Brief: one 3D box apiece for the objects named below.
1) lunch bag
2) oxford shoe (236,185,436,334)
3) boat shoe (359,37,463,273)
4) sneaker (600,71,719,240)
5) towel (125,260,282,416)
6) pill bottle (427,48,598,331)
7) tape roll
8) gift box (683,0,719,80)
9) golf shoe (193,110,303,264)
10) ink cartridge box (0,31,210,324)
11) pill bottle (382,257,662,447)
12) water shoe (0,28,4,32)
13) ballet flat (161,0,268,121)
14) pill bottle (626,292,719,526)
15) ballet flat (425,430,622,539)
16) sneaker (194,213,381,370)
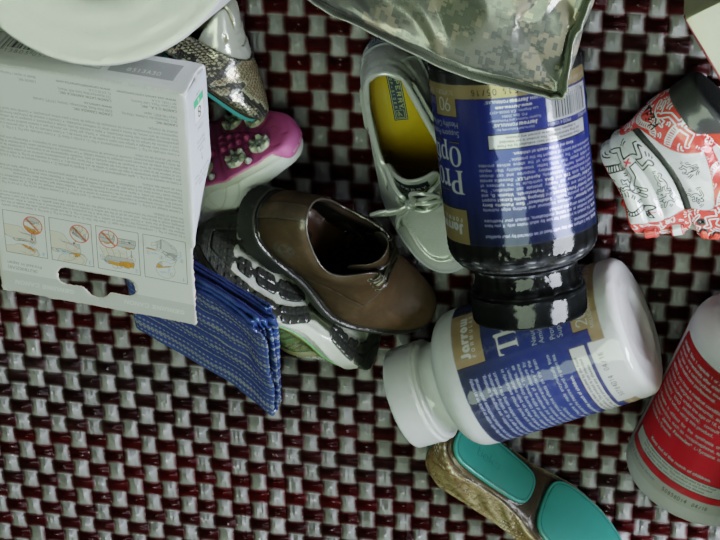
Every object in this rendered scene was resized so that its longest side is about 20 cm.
[{"bbox_3d":[0.059,-0.218,1.455,0.200,0.164,0.118,14,122,-1],"label":"lunch bag"},{"bbox_3d":[0.000,0.000,1.627,0.084,0.073,0.200,2,160,44],"label":"oxford shoe"},{"bbox_3d":[0.042,-0.071,1.602,0.074,0.086,0.202,-6,121,13],"label":"boat shoe"},{"bbox_3d":[0.267,-0.045,1.593,0.108,0.067,0.201,-36,107,27],"label":"sneaker"},{"bbox_3d":[-0.125,0.041,1.660,0.145,0.024,0.200,30,159,12],"label":"towel"},{"bbox_3d":[0.113,-0.064,1.551,0.112,0.112,0.200,-4,105,12],"label":"pill bottle"},{"bbox_3d":[-0.166,-0.248,1.459,0.202,0.139,0.203,2,105,6],"label":"tape roll"},{"bbox_3d":[0.336,-0.168,1.427,0.187,0.200,0.185,-26,120,22],"label":"gift box"},{"bbox_3d":[-0.117,-0.057,1.658,0.200,0.075,0.092,-24,131,25],"label":"golf shoe"},{"bbox_3d":[-0.187,-0.066,1.541,0.161,0.050,0.200,10,129,14],"label":"ink cartridge box"},{"bbox_3d":[0.123,0.070,1.666,0.200,0.111,0.111,-19,118,20],"label":"pill bottle"},{"bbox_3d":[-0.213,-0.124,1.594,0.200,0.071,0.079,52,137,-5],"label":"water shoe"},{"bbox_3d":[-0.138,-0.188,1.573,0.200,0.068,0.075,33,113,-8],"label":"ballet flat"},{"bbox_3d":[0.289,0.090,1.650,0.112,0.112,0.200,19,124,-3],"label":"pill bottle"},{"bbox_3d":[0.134,0.194,1.785,0.200,0.071,0.065,41,148,-14],"label":"ballet flat"},{"bbox_3d":[-0.073,0.027,1.674,0.088,0.077,0.200,-15,141,36],"label":"sneaker"}]
